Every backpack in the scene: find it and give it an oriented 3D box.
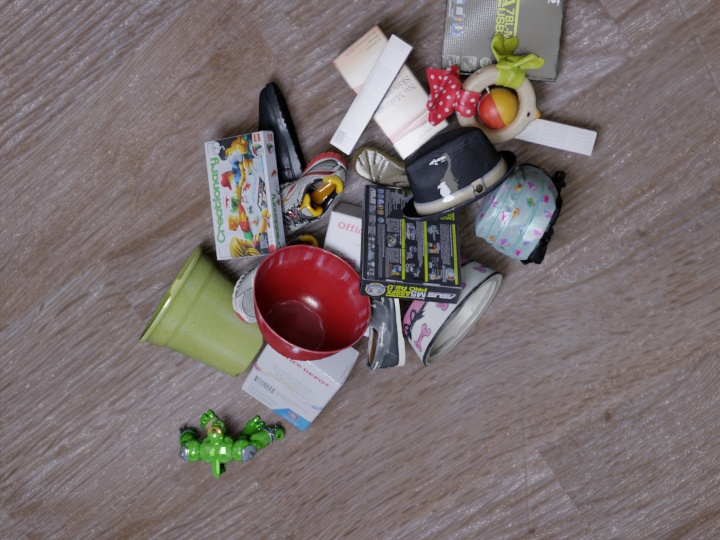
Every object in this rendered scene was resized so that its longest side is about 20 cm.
[{"bbox_3d":[0.256,-0.090,1.477,0.125,0.200,0.169,21,106,3],"label":"backpack"}]

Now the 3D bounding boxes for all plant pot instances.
[{"bbox_3d":[-0.262,0.089,1.614,0.183,0.201,0.201,34,106,-12],"label":"plant pot"}]

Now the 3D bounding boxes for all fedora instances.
[{"bbox_3d":[0.140,-0.162,1.421,0.199,0.201,0.092,-24,109,13],"label":"fedora"}]

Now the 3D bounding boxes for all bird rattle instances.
[{"bbox_3d":[0.203,-0.271,1.435,0.199,0.113,0.164,-33,119,2],"label":"bird rattle"}]

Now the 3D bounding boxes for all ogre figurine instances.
[{"bbox_3d":[-0.251,0.319,1.689,0.198,0.120,0.099,17,105,3],"label":"ogre figurine"}]

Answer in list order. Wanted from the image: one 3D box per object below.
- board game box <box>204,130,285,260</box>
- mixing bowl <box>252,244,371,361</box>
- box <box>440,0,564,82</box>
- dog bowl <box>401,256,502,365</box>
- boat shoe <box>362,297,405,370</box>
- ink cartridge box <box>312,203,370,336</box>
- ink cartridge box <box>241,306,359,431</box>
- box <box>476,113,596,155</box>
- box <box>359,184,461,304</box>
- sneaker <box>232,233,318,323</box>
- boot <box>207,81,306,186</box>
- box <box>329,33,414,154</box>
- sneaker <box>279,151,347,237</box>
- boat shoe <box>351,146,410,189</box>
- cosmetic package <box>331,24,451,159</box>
[{"bbox_3d":[-0.193,-0.123,1.521,0.125,0.034,0.203,-6,92,31],"label":"board game box"},{"bbox_3d":[-0.093,0.070,1.485,0.199,0.201,0.109,33,141,-1],"label":"mixing bowl"},{"bbox_3d":[0.234,-0.415,1.483,0.190,0.048,0.203,7,105,8],"label":"box"},{"bbox_3d":[0.149,0.062,1.539,0.074,0.200,0.201,40,106,18],"label":"dog bowl"},{"bbox_3d":[0.032,0.069,1.509,0.067,0.072,0.203,-7,106,-7],"label":"boat shoe"},{"bbox_3d":[0.000,0.000,1.587,0.143,0.085,0.202,14,104,3],"label":"ink cartridge box"},{"bbox_3d":[-0.108,0.176,1.605,0.144,0.085,0.200,35,141,-1],"label":"ink cartridge box"},{"bbox_3d":[0.289,-0.234,1.513,0.197,0.039,0.042,13,105,5],"label":"box"},{"bbox_3d":[0.080,-0.044,1.468,0.158,0.202,0.045,5,142,-5],"label":"box"},{"bbox_3d":[-0.146,0.006,1.567,0.078,0.082,0.201,43,66,-13],"label":"sneaker"},{"bbox_3d":[-0.190,-0.206,1.578,0.166,0.077,0.202,-15,107,8],"label":"boot"},{"bbox_3d":[0.018,-0.281,1.460,0.041,0.039,0.201,31,106,0],"label":"box"},{"bbox_3d":[-0.103,-0.113,1.529,0.078,0.083,0.200,36,116,-26],"label":"sneaker"},{"bbox_3d":[0.075,-0.150,1.570,0.199,0.063,0.074,27,101,-5],"label":"boat shoe"},{"bbox_3d":[0.053,-0.296,1.516,0.103,0.087,0.201,-37,96,13],"label":"cosmetic package"}]
